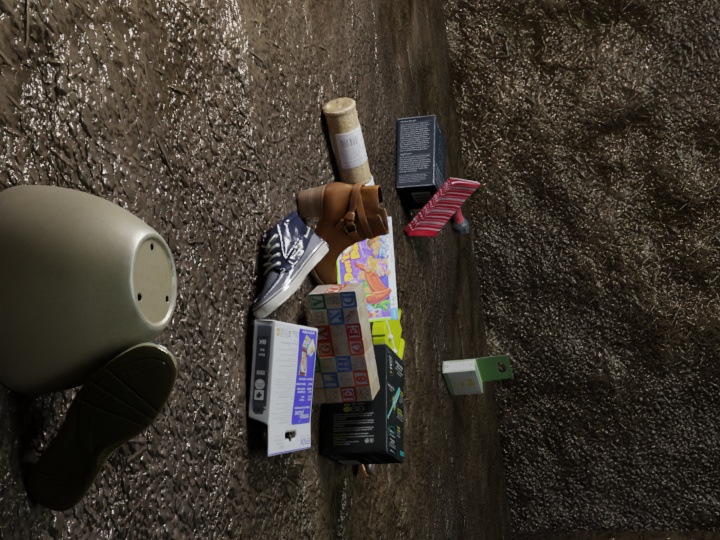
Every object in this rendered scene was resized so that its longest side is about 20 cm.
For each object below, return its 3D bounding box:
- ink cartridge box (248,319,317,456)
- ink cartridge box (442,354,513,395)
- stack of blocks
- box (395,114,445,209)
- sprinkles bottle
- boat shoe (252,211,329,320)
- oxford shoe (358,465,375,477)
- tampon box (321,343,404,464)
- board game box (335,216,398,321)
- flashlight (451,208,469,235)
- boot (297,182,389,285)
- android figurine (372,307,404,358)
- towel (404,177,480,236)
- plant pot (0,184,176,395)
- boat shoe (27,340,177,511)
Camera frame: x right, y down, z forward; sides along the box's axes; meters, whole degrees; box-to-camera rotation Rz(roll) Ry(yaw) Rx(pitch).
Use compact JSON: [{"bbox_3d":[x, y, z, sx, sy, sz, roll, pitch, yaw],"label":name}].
[{"bbox_3d":[-0.121,0.184,1.539,0.198,0.043,0.202,24,68,-73],"label":"ink cartridge box"},{"bbox_3d":[0.359,0.320,2.983,0.146,0.198,0.048,67,22,-51],"label":"ink cartridge box"},{"bbox_3d":[-0.041,0.128,1.720,0.059,0.114,0.202,-48,131,-69],"label":"stack of blocks"},{"bbox_3d":[0.161,-0.283,2.581,0.148,0.106,0.202,51,39,-65],"label":"box"},{"bbox_3d":[-0.022,-0.243,1.966,0.068,0.068,0.201,-72,154,-53],"label":"sprinkles bottle"},{"bbox_3d":[-0.132,-0.011,1.537,0.093,0.075,0.200,49,41,-10],"label":"boat shoe"},{"bbox_3d":[0.029,0.321,2.007,0.071,0.072,0.202,56,34,-62],"label":"oxford shoe"},{"bbox_3d":[0.007,0.254,1.842,0.150,0.125,0.202,51,37,-65],"label":"tampon box"},{"bbox_3d":[0.000,0.000,1.888,0.134,0.045,0.202,-4,90,-32],"label":"board game box"},{"bbox_3d":[0.322,-0.192,3.225,0.200,0.067,0.068,66,24,-50],"label":"flashlight"},{"bbox_3d":[-0.021,-0.064,1.763,0.077,0.154,0.202,-57,141,-66],"label":"boot"},{"bbox_3d":[0.064,0.138,2.251,0.201,0.041,0.183,-78,159,-50],"label":"android figurine"},{"bbox_3d":[0.215,-0.162,2.576,0.144,0.200,0.023,0,48,-52],"label":"towel"},{"bbox_3d":[-0.254,0.015,0.929,0.200,0.133,0.202,-3,90,-75],"label":"plant pot"},{"bbox_3d":[-0.241,0.137,0.921,0.072,0.201,0.066,35,15,-15],"label":"boat shoe"}]
